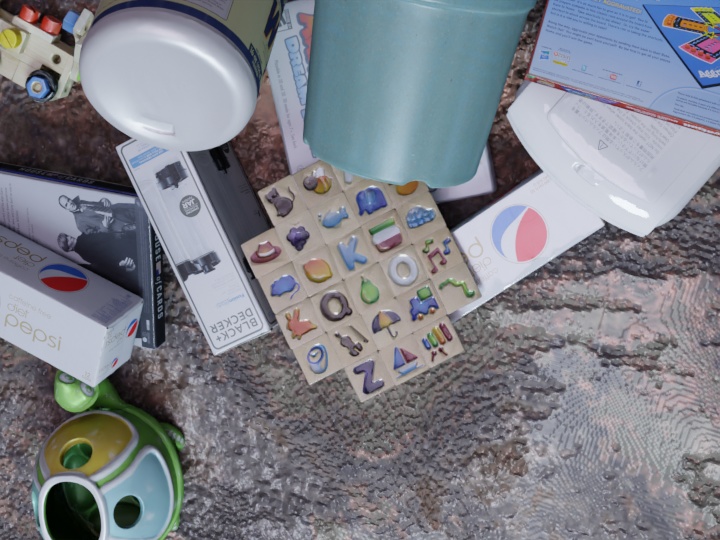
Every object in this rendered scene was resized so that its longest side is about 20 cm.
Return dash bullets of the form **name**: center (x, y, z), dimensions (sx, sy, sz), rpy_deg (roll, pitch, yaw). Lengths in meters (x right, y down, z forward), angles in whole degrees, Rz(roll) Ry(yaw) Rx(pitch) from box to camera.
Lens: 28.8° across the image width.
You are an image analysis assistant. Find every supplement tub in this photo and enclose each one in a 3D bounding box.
- **supplement tub**: center (-0.137, -0.215, 1.151), dimensions (0.143, 0.201, 0.146), rpy_deg (8, 144, 6)

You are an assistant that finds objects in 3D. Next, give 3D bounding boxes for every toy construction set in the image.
- **toy construction set**: center (-0.297, -0.230, 1.268), dimensions (0.199, 0.092, 0.132), rpy_deg (33, 107, 18)

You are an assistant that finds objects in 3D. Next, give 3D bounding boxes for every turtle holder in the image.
- **turtle holder**: center (-0.236, 0.189, 1.304), dimensions (0.140, 0.132, 0.187), rpy_deg (23, 106, 10)

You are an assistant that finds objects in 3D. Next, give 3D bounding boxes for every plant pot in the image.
- **plant pot**: center (0.041, -0.183, 1.118), dimensions (0.198, 0.200, 0.198), rpy_deg (16, 112, 11)

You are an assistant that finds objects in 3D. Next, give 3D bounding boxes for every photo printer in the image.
- **photo printer**: center (0.228, -0.140, 1.125), dimensions (0.166, 0.069, 0.200), rpy_deg (41, 86, 4)

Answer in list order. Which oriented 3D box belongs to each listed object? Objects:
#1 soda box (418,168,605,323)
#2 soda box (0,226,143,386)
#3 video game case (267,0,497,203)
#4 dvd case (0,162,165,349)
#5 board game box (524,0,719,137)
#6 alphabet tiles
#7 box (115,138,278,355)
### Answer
- **soda box**: center (0.114, -0.019, 1.211), dimensions (0.199, 0.064, 0.068), rpy_deg (-34, 91, 17)
- **soda box**: center (-0.301, 0.023, 1.270), dimensions (0.199, 0.064, 0.069), rpy_deg (26, 121, 14)
- **video game case**: center (0.013, -0.150, 1.232), dimensions (0.180, 0.024, 0.202), rpy_deg (-10, 97, 16)
- **dvd case**: center (-0.273, -0.016, 1.301), dimensions (0.198, 0.025, 0.152), rpy_deg (12, 116, 21)
- **board game box**: center (0.236, -0.170, 1.083), dimensions (0.198, 0.019, 0.104), rpy_deg (17, 86, 2)
- **alphabet tiles**: center (0.000, 0.000, 1.189), dimensions (0.165, 0.006, 0.201), rpy_deg (-27, 86, 4)
- **box**: center (-0.129, -0.037, 1.243), dimensions (0.060, 0.117, 0.201), rpy_deg (-24, 95, 17)
